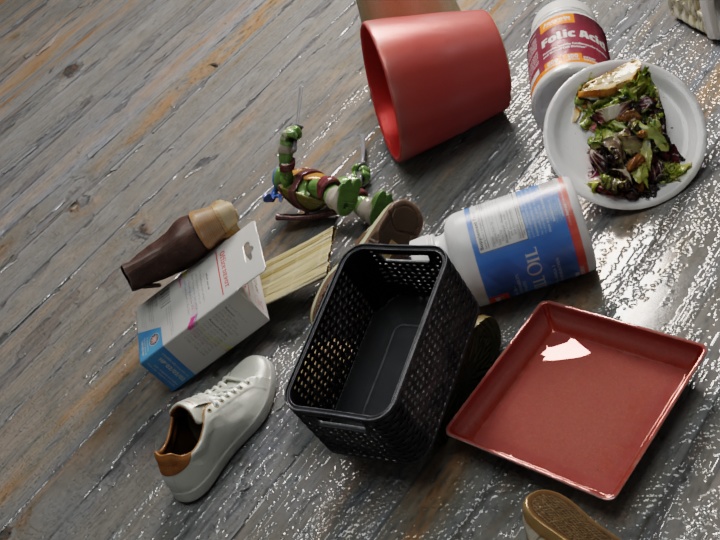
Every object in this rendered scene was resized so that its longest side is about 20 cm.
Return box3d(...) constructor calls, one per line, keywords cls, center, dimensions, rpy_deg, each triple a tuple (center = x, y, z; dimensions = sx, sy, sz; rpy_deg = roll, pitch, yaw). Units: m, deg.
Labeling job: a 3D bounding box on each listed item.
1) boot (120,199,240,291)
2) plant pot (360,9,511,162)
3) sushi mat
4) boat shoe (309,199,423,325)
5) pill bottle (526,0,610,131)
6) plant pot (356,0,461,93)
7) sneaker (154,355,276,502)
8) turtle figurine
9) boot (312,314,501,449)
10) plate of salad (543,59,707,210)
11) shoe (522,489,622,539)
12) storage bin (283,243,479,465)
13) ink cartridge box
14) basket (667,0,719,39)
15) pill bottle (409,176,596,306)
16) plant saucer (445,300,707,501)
box3d(cls="boot", center=(-0.238, -0.028, 1.417), dimensions=(0.165, 0.073, 0.200), rpy_deg=(-31, -4, -9))
box3d(cls="plant pot", center=(0.107, -0.273, 1.495), dimensions=(0.174, 0.203, 0.202), rpy_deg=(-17, 36, -4))
box3d(cls="sushi mat", center=(-0.116, 0.013, 1.377), dimensions=(0.198, 0.012, 0.097), rpy_deg=(-26, 35, 24))
box3d(cls="boat shoe", center=(0.005, 0.004, 1.325), dimensions=(0.203, 0.075, 0.075), rpy_deg=(-49, 9, -19))
box3d(cls="pill bottle", center=(0.283, -0.277, 1.446), dimensions=(0.112, 0.115, 0.202), rpy_deg=(-13, 39, 16))
box3d(cls="plant pot", center=(0.078, -0.384, 1.635), dimensions=(0.197, 0.185, 0.202), rpy_deg=(-15, 38, 12))
box3d(cls="sneaker", center=(-0.162, 0.158, 1.210), dimensions=(0.072, 0.086, 0.201), rpy_deg=(1, 43, 33))
box3d(cls="turtle figurine", center=(-0.038, -0.148, 1.456), dimensions=(0.200, 0.145, 0.193), rpy_deg=(-42, 44, -16))
box3d(cls="boot", center=(0.035, 0.102, 1.179), dimensions=(0.198, 0.067, 0.176), rpy_deg=(11, 50, 40))
box3d(cls="plate of salad", center=(0.321, -0.171, 1.291), dimensions=(0.196, 0.048, 0.204), rpy_deg=(-2, 70, 6))
box3d(cls="shoe", center=(0.210, 0.264, 0.904), dimensions=(0.069, 0.054, 0.199), rpy_deg=(-7, 30, -34))
box3d(cls="storage bin", center=(0.025, 0.082, 1.093), dimensions=(0.133, 0.094, 0.202), rpy_deg=(2, 56, 35))
box3d(cls="ink cartridge box", center=(-0.184, 0.043, 1.335), dimensions=(0.199, 0.068, 0.116), rpy_deg=(-36, 36, 11))
box3d(cls="basket", center=(0.525, -0.435, 1.481), dimensions=(0.198, 0.137, 0.123), rpy_deg=(-31, 35, -8))
box3d(cls="pill bottle", center=(0.160, -0.024, 1.219), dimensions=(0.196, 0.113, 0.113), rpy_deg=(-18, 37, 10))
box3d(cls="plant saucer", center=(0.216, 0.130, 1.064), dimensions=(0.198, 0.037, 0.200), rpy_deg=(16, 54, 41))
